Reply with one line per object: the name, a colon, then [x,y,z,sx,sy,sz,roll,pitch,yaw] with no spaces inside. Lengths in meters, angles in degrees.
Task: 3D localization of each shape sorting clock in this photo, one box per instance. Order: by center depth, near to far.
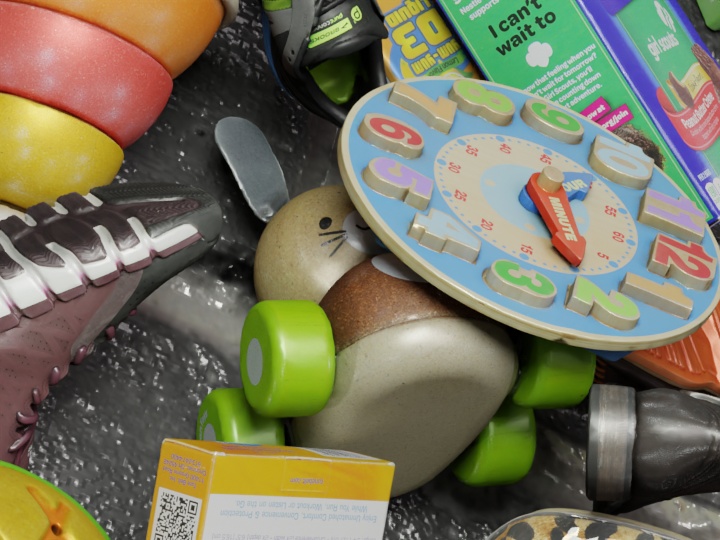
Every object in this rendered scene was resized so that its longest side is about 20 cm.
shape sorting clock: [0.084,-0.033,1.223,0.200,0.039,0.200,20,34,-14]

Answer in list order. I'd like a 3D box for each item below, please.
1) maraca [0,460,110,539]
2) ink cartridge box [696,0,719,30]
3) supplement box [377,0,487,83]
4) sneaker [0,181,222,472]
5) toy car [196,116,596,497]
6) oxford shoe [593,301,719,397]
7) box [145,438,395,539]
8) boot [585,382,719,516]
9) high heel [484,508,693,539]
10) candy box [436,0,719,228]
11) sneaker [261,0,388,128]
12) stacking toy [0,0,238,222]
maraca: [-0.189,0.143,1.096,0.200,0.107,0.137,15,64,-27]
ink cartridge box: [0.266,-0.251,1.496,0.084,0.200,0.146,-11,75,-35]
supplement box: [0.008,-0.131,1.367,0.067,0.069,0.200,-33,92,-36]
sneaker: [-0.148,0.039,1.170,0.200,0.076,0.116,-21,117,-13]
toy car: [0.000,0.000,1.263,0.164,0.158,0.200,-1,58,-22]
oxford shoe: [0.142,0.044,1.323,0.200,0.073,0.071,24,45,-56]
box: [-0.052,0.179,1.151,0.119,0.041,0.200,9,94,-47]
boot: [0.197,0.090,1.214,0.174,0.200,0.069,2,86,8]
high heel: [0.073,0.188,1.219,0.200,0.071,0.143,1,70,8]
candy box: [0.134,-0.108,1.388,0.200,0.077,0.169,56,24,2]
sneaker: [-0.022,-0.145,1.238,0.071,0.200,0.083,-33,48,-12]
stacking toy: [-0.156,-0.077,1.226,0.146,0.146,0.200,25,76,-20]
